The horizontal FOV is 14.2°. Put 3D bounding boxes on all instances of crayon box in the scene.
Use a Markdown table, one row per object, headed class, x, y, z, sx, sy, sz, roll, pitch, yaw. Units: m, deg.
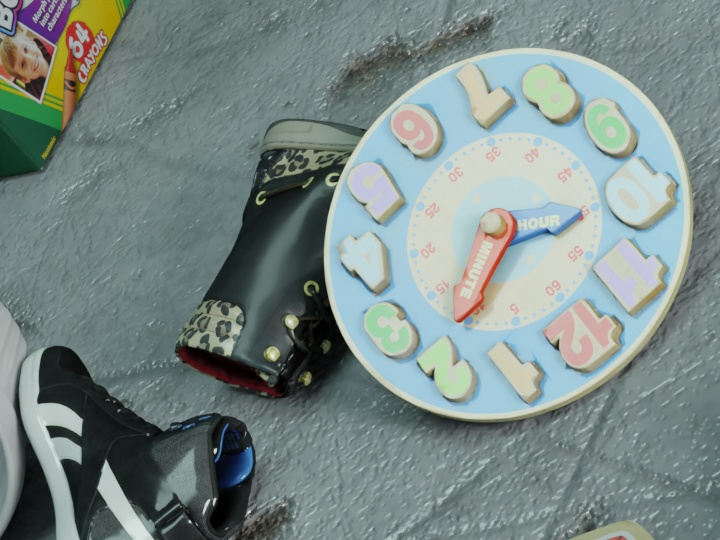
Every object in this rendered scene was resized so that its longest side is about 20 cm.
| class | x | y | z | sx | sy | sz | roll | pitch | yaw |
| --- | --- | --- | --- | --- | --- | --- | --- | --- | --- |
| crayon box | -0.243 | -0.192 | 1.934 | 0.058 | 0.173 | 0.200 | -10 | 43 | 37 |

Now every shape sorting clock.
| class | x | y | z | sx | sy | sz | roll | pitch | yaw |
| --- | --- | --- | --- | --- | --- | --- | --- | --- | --- |
| shape sorting clock | 0.073 | -0.020 | 1.480 | 0.200 | 0.039 | 0.200 | -6 | 73 | 19 |

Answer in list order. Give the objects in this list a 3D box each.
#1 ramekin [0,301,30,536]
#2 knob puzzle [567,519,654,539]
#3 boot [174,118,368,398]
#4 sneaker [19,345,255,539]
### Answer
| class | x | y | z | sx | sy | sz | roll | pitch | yaw |
| --- | --- | --- | --- | --- | --- | --- | --- | --- | --- |
| ramekin | -0.279 | 0.074 | 1.640 | 0.200 | 0.200 | 0.105 | -23 | 28 | 23 |
| knob puzzle | 0.074 | 0.189 | 1.300 | 0.219 | 0.030 | 0.220 | -26 | 35 | 20 |
| boot | 0.000 | 0.001 | 1.569 | 0.203 | 0.073 | 0.154 | 10 | 66 | 41 |
| sneaker | -0.114 | 0.096 | 1.567 | 0.112 | 0.073 | 0.200 | -30 | 42 | 8 |
